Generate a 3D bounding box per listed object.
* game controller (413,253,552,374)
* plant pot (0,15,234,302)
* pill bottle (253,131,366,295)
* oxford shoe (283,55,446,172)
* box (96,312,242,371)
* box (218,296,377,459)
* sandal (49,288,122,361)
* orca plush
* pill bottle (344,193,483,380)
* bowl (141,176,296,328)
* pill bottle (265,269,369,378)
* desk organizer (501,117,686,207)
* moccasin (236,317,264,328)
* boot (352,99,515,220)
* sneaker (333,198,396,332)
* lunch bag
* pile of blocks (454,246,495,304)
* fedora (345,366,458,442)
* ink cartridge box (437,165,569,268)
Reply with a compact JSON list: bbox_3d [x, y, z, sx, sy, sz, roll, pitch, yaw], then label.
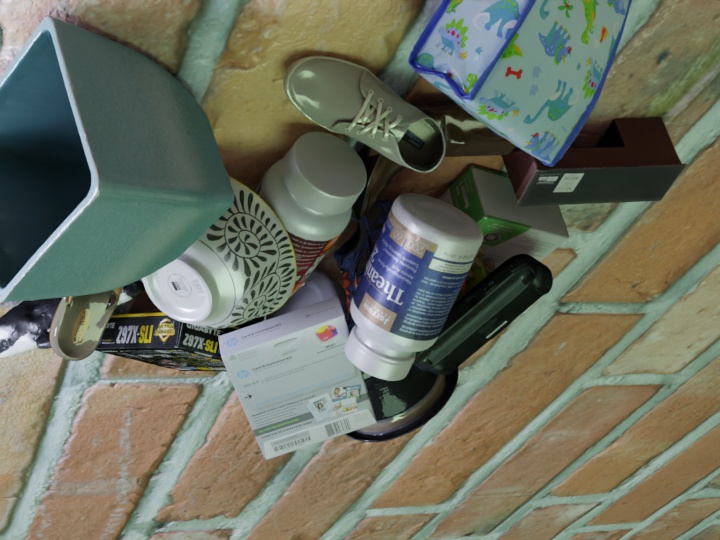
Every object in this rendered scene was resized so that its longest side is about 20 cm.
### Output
[{"bbox_3d":[0.146,0.057,1.409,0.200,0.042,0.104,-41,154,17],"label":"game controller"},{"bbox_3d":[-0.241,-0.095,1.128,0.199,0.197,0.196,4,146,-45],"label":"plant pot"},{"bbox_3d":[-0.077,-0.060,1.319,0.109,0.110,0.200,5,144,-30],"label":"pill bottle"},{"bbox_3d":[0.012,-0.161,1.197,0.199,0.058,0.075,28,100,-23],"label":"oxford shoe"},{"bbox_3d":[-0.230,0.094,1.483,0.199,0.050,0.159,-4,164,45],"label":"box"},{"bbox_3d":[-0.075,0.138,1.437,0.155,0.041,0.201,-19,132,-2],"label":"box"},{"bbox_3d":[-0.308,0.019,1.328,0.080,0.054,0.201,9,108,-27],"label":"sandal"},{"bbox_3d":[-0.363,0.037,1.396,0.199,0.105,0.071,-17,118,9],"label":"orca plush"},{"bbox_3d":[0.054,0.022,1.332,0.110,0.111,0.201,8,117,-33],"label":"pill bottle"},{"bbox_3d":[-0.179,-0.003,1.279,0.199,0.094,0.202,15,130,19],"label":"bowl"},{"bbox_3d":[-0.038,0.084,1.569,0.110,0.111,0.200,-24,149,15],"label":"pill bottle"},{"bbox_3d":[0.277,-0.131,1.385,0.199,0.077,0.072,-3,148,-18],"label":"desk organizer"},{"bbox_3d":[-0.169,0.020,1.437,0.068,0.081,0.200,-22,149,20],"label":"moccasin"},{"bbox_3d":[0.091,-0.132,1.330,0.199,0.065,0.187,-10,151,-17],"label":"boot"},{"bbox_3d":[0.000,0.000,1.442,0.078,0.075,0.201,11,104,-12],"label":"sneaker"},{"bbox_3d":[0.169,-0.234,1.133,0.170,0.127,0.201,26,102,-48],"label":"lunch bag"},{"bbox_3d":[0.136,0.035,1.443,0.082,0.062,0.200,-14,149,3],"label":"pile of blocks"},{"bbox_3d":[0.040,0.155,1.687,0.199,0.201,0.092,-20,124,10],"label":"fedora"},{"bbox_3d":[0.143,-0.031,1.483,0.145,0.085,0.200,11,142,-35],"label":"ink cartridge box"}]
